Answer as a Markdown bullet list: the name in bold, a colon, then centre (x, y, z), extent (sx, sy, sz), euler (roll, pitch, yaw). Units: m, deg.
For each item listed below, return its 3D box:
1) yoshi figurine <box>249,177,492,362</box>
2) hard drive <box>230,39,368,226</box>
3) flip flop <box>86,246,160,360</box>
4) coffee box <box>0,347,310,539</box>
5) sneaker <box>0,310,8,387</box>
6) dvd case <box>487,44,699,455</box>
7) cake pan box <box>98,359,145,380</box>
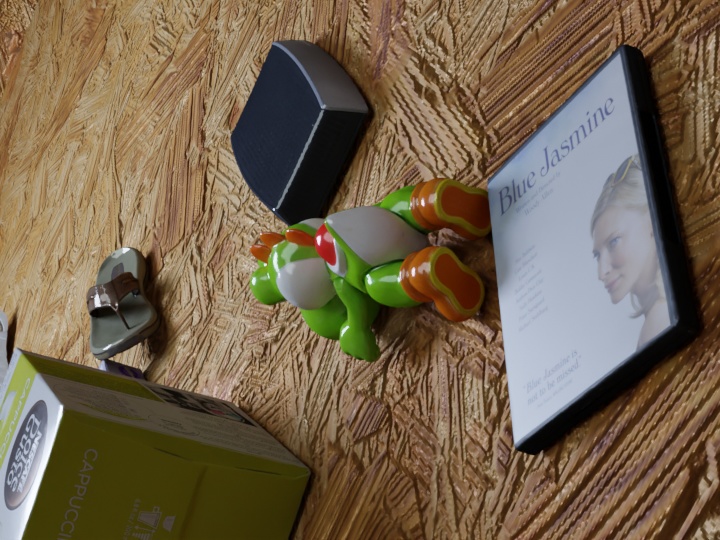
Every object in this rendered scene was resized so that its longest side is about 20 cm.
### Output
- **yoshi figurine**: centre (0.011, 0.002, 0.967), extent (0.199, 0.112, 0.113), euler (-10, 104, 47)
- **hard drive**: centre (-0.060, -0.124, 1.222), extent (0.136, 0.042, 0.200), euler (-63, 26, 16)
- **flip flop**: centre (-0.257, 0.026, 1.475), extent (0.081, 0.058, 0.200), euler (-26, 33, 7)
- **coffee box**: centre (-0.187, 0.196, 1.077), extent (0.198, 0.199, 0.201), euler (23, 94, 64)
- **sneaker**: centre (-0.536, 0.150, 1.985), extent (0.081, 0.076, 0.201), euler (119, 160, -46)
- **dvd case**: centre (0.125, -0.014, 0.801), extent (0.143, 0.017, 0.201), euler (-47, 34, 43)
- **cake pan box**: centre (-0.257, 0.209, 1.388), extent (0.185, 0.052, 0.200), euler (-63, 26, 12)
